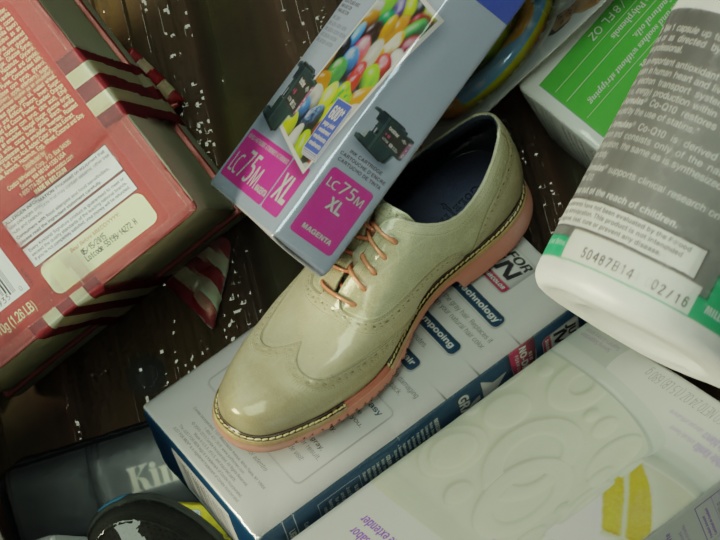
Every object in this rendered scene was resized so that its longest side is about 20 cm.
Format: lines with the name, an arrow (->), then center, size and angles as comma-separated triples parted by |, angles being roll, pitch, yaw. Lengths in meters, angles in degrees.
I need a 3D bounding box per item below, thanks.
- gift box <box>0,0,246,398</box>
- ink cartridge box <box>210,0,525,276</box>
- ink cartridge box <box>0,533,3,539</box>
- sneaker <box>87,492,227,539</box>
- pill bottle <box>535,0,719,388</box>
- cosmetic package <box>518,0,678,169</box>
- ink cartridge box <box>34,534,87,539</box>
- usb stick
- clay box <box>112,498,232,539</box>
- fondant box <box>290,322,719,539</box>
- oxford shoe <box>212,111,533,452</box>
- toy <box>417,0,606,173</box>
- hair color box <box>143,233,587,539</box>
gift box -> -0.172, -0.028, 1.283 | 0.184, 0.187, 0.200 | -33, 89, 5
ink cartridge box -> 0.013, -0.100, 1.193 | 0.042, 0.119, 0.200 | 38, 90, -23
ink cartridge box -> -0.223, 0.066, 1.206 | 0.050, 0.200, 0.162 | -19, 42, -23
sneaker -> -0.073, 0.196, 1.184 | 0.073, 0.082, 0.200 | -30, 83, 12
pill bottle -> 0.170, -0.057, 1.125 | 0.113, 0.113, 0.200 | 26, 86, 21
cosmetic package -> 0.189, -0.056, 1.226 | 0.200, 0.085, 0.108 | 40, 88, 23
ink cartridge box -> -0.204, 0.204, 1.286 | 0.200, 0.039, 0.100 | -20, 69, 38
usb stick -> -0.091, 0.100, 1.302 | 0.200, 0.033, 0.056 | -17, 78, 12
clay box -> -0.025, 0.173, 1.246 | 0.200, 0.048, 0.115 | 1, 83, 10
fondant box -> 0.078, 0.123, 1.145 | 0.200, 0.058, 0.144 | -36, 35, -14
oxford shoe -> 0.000, 0.000, 1.185 | 0.071, 0.074, 0.200 | 32, 67, 27
toy -> 0.063, -0.133, 1.253 | 0.200, 0.047, 0.115 | -39, 25, 15
hair color box -> 0.006, 0.054, 1.230 | 0.200, 0.061, 0.100 | -36, 58, -13
